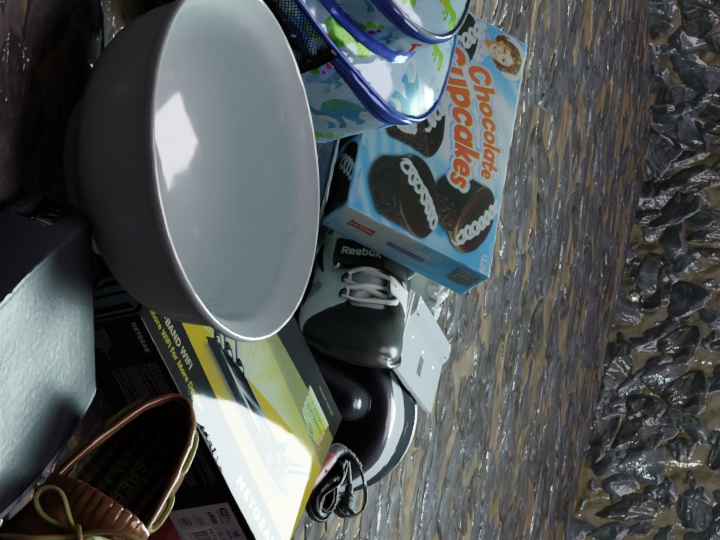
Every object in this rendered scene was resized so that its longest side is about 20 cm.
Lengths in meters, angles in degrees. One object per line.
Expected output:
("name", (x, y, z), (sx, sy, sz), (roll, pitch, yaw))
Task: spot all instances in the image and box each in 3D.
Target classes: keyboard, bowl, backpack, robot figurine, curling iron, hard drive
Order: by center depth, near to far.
("hard drive", (-0.181, 0.050, 1.130), (0.200, 0.042, 0.136), (-55, 150, -64))
("bowl", (-0.103, -0.058, 1.255), (0.201, 0.090, 0.203), (-4, 90, -67))
("backpack", (-0.012, -0.184, 1.377), (0.200, 0.146, 0.184), (52, 42, -37))
("curling iron", (-0.058, 0.172, 1.424), (0.200, 0.025, 0.050), (-38, 105, -44))
("keyboard", (0.044, 0.062, 1.647), (0.200, 0.011, 0.057), (55, 53, -74))
("robot figurine", (-0.027, 0.101, 1.653), (0.200, 0.149, 0.126), (24, 50, -79))

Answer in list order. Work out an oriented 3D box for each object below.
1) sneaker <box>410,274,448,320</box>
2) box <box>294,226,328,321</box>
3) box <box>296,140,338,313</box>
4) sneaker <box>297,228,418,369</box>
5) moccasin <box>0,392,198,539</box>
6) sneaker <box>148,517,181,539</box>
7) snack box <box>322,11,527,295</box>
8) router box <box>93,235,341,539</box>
("sneaker", (0.033, -0.053, 1.667), (0.075, 0.080, 0.202), (-70, 159, -63))
("box", (-0.016, -0.007, 1.814), (0.161, 0.043, 0.201), (84, 18, -44))
("box", (-0.040, -0.090, 1.581), (0.158, 0.051, 0.202), (106, -4, -70))
("sneaker", (0.000, 0.000, 1.541), (0.200, 0.073, 0.089), (-99, -156, -68))
("moccasin", (-0.138, 0.132, 1.146), (0.201, 0.073, 0.078), (-44, 170, -49))
("sneaker", (-0.108, 0.229, 1.442), (0.073, 0.086, 0.202), (23, 65, -40))
("snack box", (0.047, -0.095, 1.552), (0.037, 0.116, 0.201), (-35, -144, 49))
("router box", (-0.088, 0.064, 1.376), (0.201, 0.052, 0.158), (65, 28, -28))
